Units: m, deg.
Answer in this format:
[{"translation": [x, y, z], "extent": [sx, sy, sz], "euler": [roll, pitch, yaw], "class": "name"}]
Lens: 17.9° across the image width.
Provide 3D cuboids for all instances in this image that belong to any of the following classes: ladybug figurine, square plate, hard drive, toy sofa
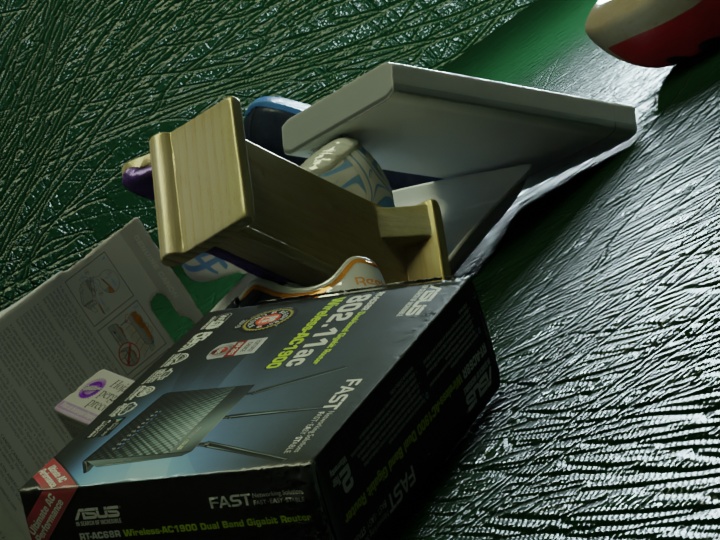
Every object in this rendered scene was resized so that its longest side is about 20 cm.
[{"translation": [0.249, -0.205, 1.687], "extent": [0.136, 0.072, 0.200], "euler": [-41, 8, -31], "class": "ladybug figurine"}, {"translation": [0.000, 0.000, 1.527], "extent": [0.199, 0.029, 0.198], "euler": [-11, 23, 36], "class": "square plate"}, {"translation": [0.066, -0.093, 1.524], "extent": [0.199, 0.027, 0.132], "euler": [7, -19, -33], "class": "hard drive"}, {"translation": [-0.042, -0.016, 1.326], "extent": [0.097, 0.083, 0.200], "euler": [-27, -34, 30], "class": "toy sofa"}]

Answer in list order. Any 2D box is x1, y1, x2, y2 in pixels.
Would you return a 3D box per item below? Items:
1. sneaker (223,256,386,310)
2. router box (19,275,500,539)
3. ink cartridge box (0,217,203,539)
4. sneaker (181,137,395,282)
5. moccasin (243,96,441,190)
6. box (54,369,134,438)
[{"translation": [-0.053, 0.056, 1.287], "extent": [0.199, 0.080, 0.078], "euler": [-25, -32, 34], "class": "sneaker"}, {"translation": [-0.040, 0.075, 1.038], "extent": [0.149, 0.062, 0.200], "euler": [-8, 20, 26], "class": "router box"}, {"translation": [-0.170, 0.086, 1.408], "extent": [0.050, 0.161, 0.200], "euler": [-23, 14, 48], "class": "ink cartridge box"}, {"translation": [-0.054, -0.024, 1.528], "extent": [0.072, 0.073, 0.200], "euler": [-30, 2, -43], "class": "sneaker"}, {"translation": [0.007, -0.073, 1.697], "extent": [0.080, 0.199, 0.069], "euler": [-13, -60, -70], "class": "moccasin"}, {"translation": [-0.094, 0.094, 1.200], "extent": [0.039, 0.042, 0.200], "euler": [-39, 27, -23], "class": "box"}]
